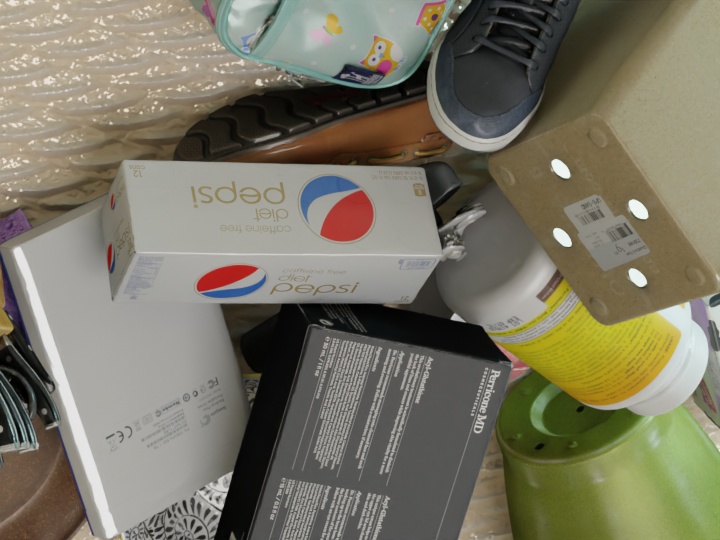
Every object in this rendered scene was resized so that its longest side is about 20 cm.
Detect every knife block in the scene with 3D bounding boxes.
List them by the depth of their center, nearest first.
[{"bbox_3d":[-0.257,0.023,1.451,0.064,0.176,0.200,-35,123,11],"label":"knife block"}]

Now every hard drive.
[{"bbox_3d":[-0.143,0.052,1.599,0.132,0.025,0.200,-28,111,-33],"label":"hard drive"}]

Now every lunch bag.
[{"bbox_3d":[-0.009,-0.207,1.524,0.160,0.077,0.200,10,117,-37],"label":"lunch bag"}]

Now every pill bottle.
[{"bbox_3d":[0.150,0.024,1.716,0.109,0.109,0.200,-48,128,9],"label":"pill bottle"}]

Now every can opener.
[{"bbox_3d":[0.000,0.000,1.680,0.200,0.067,0.053,-37,172,23],"label":"can opener"}]

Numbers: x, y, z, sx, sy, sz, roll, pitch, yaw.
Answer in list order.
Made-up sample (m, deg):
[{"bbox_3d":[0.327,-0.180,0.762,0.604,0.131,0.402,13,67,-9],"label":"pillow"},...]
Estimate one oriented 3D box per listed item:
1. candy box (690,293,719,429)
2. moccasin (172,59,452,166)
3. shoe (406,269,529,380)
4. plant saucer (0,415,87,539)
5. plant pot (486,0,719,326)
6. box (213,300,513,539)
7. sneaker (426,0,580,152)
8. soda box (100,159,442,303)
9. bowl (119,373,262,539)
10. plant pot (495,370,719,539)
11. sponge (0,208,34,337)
[{"bbox_3d":[0.340,0.017,1.917,0.200,0.072,0.168,-30,134,-10],"label":"candy box"},{"bbox_3d":[-0.027,-0.079,1.621,0.201,0.074,0.078,-19,124,-32],"label":"moccasin"},{"bbox_3d":[0.058,0.077,1.788,0.091,0.071,0.200,23,105,-36],"label":"shoe"},{"bbox_3d":[-0.256,0.128,1.617,0.200,0.037,0.201,-17,133,-20],"label":"plant saucer"},{"bbox_3d":[0.202,-0.078,1.587,0.177,0.200,0.200,-40,100,-30],"label":"plant pot"},{"bbox_3d":[-0.002,0.126,1.620,0.141,0.079,0.200,13,105,-17],"label":"box"},{"bbox_3d":[0.106,-0.181,1.536,0.146,0.077,0.203,111,4,-57],"label":"sneaker"},{"bbox_3d":[-0.055,-0.023,1.554,0.200,0.068,0.064,1,150,-21],"label":"soda box"},{"bbox_3d":[-0.063,0.149,1.731,0.200,0.094,0.201,0,108,1],"label":"bowl"},{"bbox_3d":[0.191,0.167,1.875,0.200,0.200,0.193,-30,122,-9],"label":"plant pot"},{"bbox_3d":[-0.272,0.057,1.596,0.200,0.030,0.112,-33,135,-6],"label":"sponge"}]
